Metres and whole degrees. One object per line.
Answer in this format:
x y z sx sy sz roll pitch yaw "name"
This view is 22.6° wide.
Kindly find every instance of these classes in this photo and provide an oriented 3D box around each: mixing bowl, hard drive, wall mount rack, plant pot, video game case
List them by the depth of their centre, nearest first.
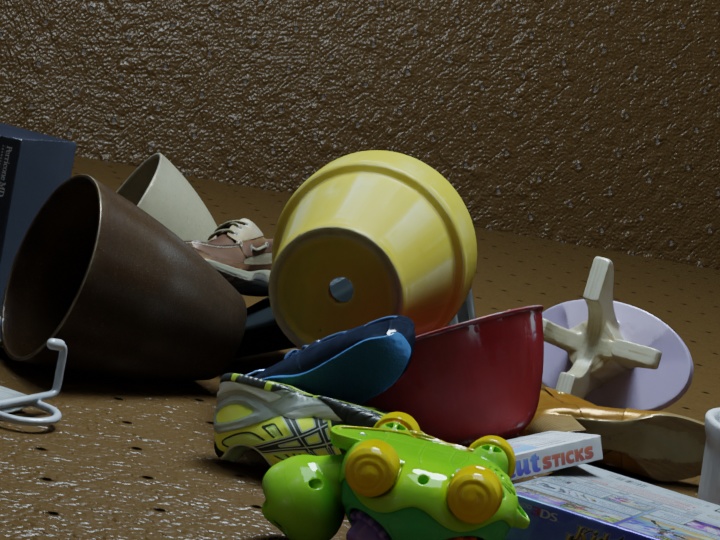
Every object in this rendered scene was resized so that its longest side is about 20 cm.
0.231 0.215 1.480 0.199 0.046 0.181 15 8 30 "video game case"
-0.349 0.075 1.523 0.199 0.075 0.173 15 9 28 "wall mount rack"
0.088 0.112 1.652 0.199 0.109 0.200 -16 -7 -2 "mixing bowl"
0.000 0.000 1.719 0.199 0.202 0.189 13 16 10 "plant pot"
-0.217 0.030 1.752 0.199 0.188 0.187 23 1 -31 "plant pot"
-0.074 0.047 1.928 0.139 0.033 0.200 -12 10 32 "hard drive"

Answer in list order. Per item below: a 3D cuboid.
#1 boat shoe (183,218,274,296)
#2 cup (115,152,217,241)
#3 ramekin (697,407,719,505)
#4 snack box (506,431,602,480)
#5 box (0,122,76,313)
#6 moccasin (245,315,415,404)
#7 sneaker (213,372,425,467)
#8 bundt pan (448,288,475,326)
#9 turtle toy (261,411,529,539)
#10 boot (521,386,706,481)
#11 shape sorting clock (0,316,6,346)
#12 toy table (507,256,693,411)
-0.137 -0.017 1.900 0.075 0.072 0.200 -4 -9 25 "boat shoe"
-0.223 -0.006 1.970 0.143 0.201 0.200 37 0 -17 "cup"
0.405 0.200 1.655 0.199 0.098 0.200 12 8 -2 "ramekin"
0.108 0.165 1.535 0.199 0.025 0.072 -8 4 -32 "snack box"
-0.418 -0.059 1.915 0.181 0.201 0.104 16 8 25 "box"
-0.028 0.099 1.575 0.199 0.081 0.068 -21 17 29 "moccasin"
-0.032 0.143 1.502 0.199 0.077 0.075 13 -4 25 "sneaker"
0.037 0.065 1.954 0.201 0.076 0.202 -18 8 3 "bundt pan"
0.025 0.167 1.319 0.199 0.102 0.146 12 9 10 "turtle toy"
0.252 0.156 1.828 0.200 0.071 0.144 4 13 -16 "boot"
-0.440 0.042 1.752 0.199 0.040 0.200 11 8 -2 "shape sorting clock"
0.266 0.086 2.031 0.199 0.185 0.117 2 -13 25 "toy table"
